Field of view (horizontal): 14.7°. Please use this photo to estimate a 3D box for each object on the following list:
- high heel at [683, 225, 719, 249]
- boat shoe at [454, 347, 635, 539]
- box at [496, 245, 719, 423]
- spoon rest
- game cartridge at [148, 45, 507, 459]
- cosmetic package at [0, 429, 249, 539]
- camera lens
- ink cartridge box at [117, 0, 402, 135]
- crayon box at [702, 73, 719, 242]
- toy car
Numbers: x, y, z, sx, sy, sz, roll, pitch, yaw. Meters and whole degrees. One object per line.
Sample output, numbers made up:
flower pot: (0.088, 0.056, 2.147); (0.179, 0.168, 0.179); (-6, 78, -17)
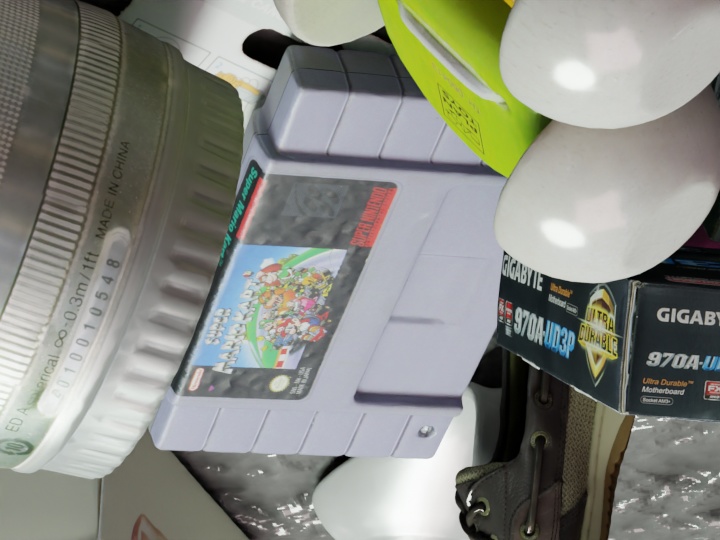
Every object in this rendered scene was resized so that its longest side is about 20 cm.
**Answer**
high heel: (0.184, -0.015, 1.067); (0.200, 0.096, 0.067); (-24, 144, 31)
boat shoe: (0.070, 0.094, 1.162); (0.065, 0.200, 0.073); (14, 167, -9)
box: (0.162, 0.023, 0.973); (0.200, 0.046, 0.159); (5, -174, -12)
spoon rest: (0.041, 0.095, 1.293); (0.099, 0.061, 0.200); (8, 161, -16)
game cartridge: (0.000, 0.000, 1.081); (0.130, 0.038, 0.200); (0, 136, -25)
cosmetic package: (-0.127, 0.136, 1.301); (0.103, 0.087, 0.200); (-12, 148, 16)
camera lens: (-0.158, -0.029, 0.923); (0.200, 0.160, 0.160); (20, 144, -16)
ink cartridge box: (-0.071, -0.039, 1.072); (0.162, 0.057, 0.200); (23, 120, -36)
crayon box: (0.228, -0.062, 0.993); (0.200, 0.052, 0.126); (7, 123, -16)
toy car: (0.066, -0.111, 0.866); (0.150, 0.175, 0.200); (-36, 154, -18)
